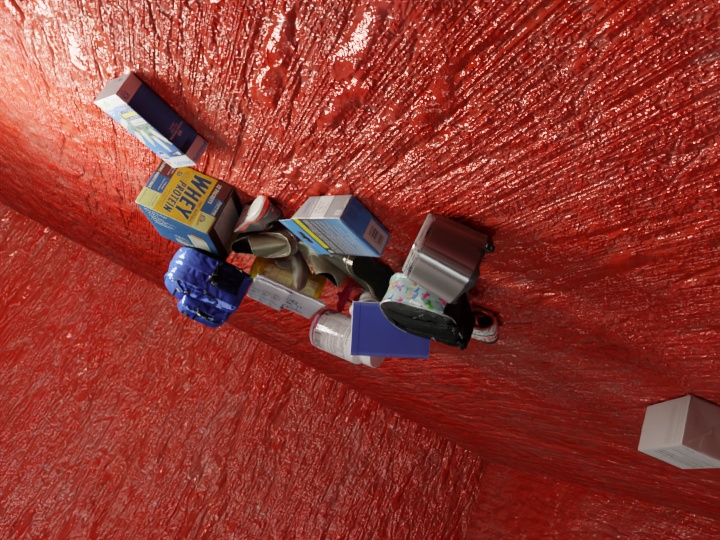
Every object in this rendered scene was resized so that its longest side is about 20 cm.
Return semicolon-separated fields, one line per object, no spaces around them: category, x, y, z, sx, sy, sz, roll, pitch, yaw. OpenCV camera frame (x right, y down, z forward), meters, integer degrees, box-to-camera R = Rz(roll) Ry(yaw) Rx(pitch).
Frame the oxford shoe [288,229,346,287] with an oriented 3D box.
oxford shoe;-0.113;-0.031;1.337;0.199;0.075;0.070;34;161;-20

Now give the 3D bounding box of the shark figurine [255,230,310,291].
shark figurine;-0.185;-0.060;1.390;0.215;0.128;0.090;48;129;7

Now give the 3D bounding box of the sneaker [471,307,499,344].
sneaker;0.245;0.122;1.305;0.199;0.068;0.108;13;156;22

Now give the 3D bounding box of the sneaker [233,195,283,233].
sneaker;-0.250;-0.120;1.289;0.081;0.078;0.199;27;162;-25

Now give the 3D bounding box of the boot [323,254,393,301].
boot;0.000;0.000;1.315;0.138;0.078;0.200;22;161;46

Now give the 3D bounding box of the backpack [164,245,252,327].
backpack;-0.401;0.039;1.338;0.199;0.169;0.162;32;152;-15

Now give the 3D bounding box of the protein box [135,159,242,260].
protein box;-0.419;-0.146;1.329;0.196;0.136;0.200;23;161;5

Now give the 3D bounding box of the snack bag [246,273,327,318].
snack bag;-0.202;0.079;1.406;0.198;0.022;0.188;24;156;-12

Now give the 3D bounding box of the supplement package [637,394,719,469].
supplement package;0.775;0.388;1.246;0.118;0.122;0.200;22;161;9

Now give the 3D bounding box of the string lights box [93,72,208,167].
string lights box;-0.418;-0.297;1.061;0.102;0.059;0.200;5;152;42

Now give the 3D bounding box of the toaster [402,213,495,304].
toaster;0.158;-0.024;0.974;0.128;0.115;0.200;26;162;4

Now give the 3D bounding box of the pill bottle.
pill bottle;-0.029;0.183;1.411;0.198;0.114;0.114;17;159;31

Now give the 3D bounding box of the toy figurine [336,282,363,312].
toy figurine;0.018;0.114;1.504;0.198;0.151;0.185;-16;130;30

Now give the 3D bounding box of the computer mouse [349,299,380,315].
computer mouse;0.069;0.115;1.353;0.198;0.044;0.110;22;139;-10

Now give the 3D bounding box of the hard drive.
hard drive;0.076;0.148;1.304;0.197;0.134;0.025;3;-175;-4

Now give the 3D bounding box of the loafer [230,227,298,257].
loafer;-0.242;-0.059;1.307;0.198;0.070;0.076;-1;114;31

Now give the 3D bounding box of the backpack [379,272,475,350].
backpack;0.149;0.078;1.180;0.198;0.152;0.178;5;151;28

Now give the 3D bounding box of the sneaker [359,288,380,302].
sneaker;0.084;0.107;1.424;0.078;0.080;0.200;-25;119;38

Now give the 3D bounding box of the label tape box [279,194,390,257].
label tape box;-0.056;-0.094;1.127;0.198;0.064;0.144;5;153;44

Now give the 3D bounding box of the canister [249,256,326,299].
canister;-0.197;0.016;1.468;0.198;0.087;0.149;23;-156;-1
